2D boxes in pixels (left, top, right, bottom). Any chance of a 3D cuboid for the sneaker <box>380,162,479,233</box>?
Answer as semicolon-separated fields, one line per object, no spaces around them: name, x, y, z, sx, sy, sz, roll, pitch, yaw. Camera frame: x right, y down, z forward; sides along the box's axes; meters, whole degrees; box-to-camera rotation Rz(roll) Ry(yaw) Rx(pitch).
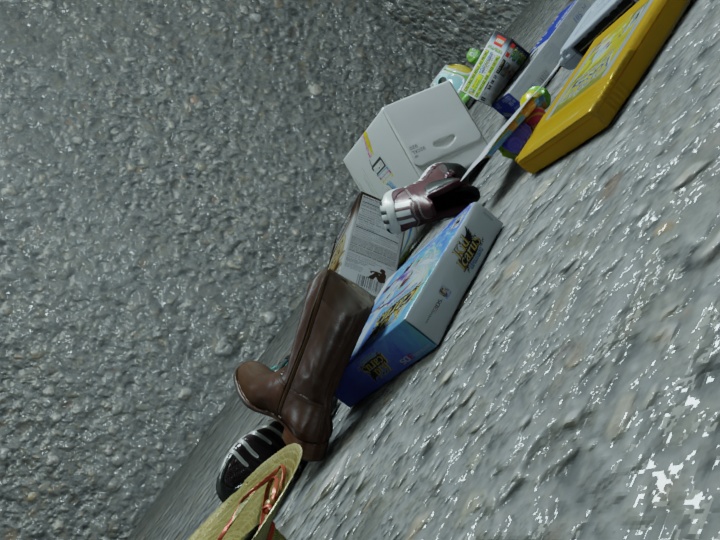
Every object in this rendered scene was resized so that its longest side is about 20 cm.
sneaker;0.126;-0.103;1.066;0.115;0.076;0.200;-7;19;41

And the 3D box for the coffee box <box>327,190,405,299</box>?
coffee box;0.000;0.000;1.077;0.200;0.080;0.113;-77;12;-49

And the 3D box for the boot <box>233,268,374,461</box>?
boot;-0.064;0.073;0.841;0.186;0.064;0.200;34;117;45

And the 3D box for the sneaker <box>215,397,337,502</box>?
sneaker;-0.106;0.222;0.929;0.200;0.076;0.116;-43;-8;-43

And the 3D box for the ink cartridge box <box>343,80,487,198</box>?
ink cartridge box;0.091;-0.192;1.307;0.147;0.145;0.200;-28;-5;-25

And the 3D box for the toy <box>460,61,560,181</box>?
toy;0.206;-0.180;0.987;0.115;0.047;0.200;-52;0;42

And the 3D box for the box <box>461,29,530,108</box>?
box;0.240;-0.332;1.326;0.110;0.035;0.200;-61;-18;15

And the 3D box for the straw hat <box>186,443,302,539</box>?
straw hat;-0.079;0.223;0.531;0.201;0.085;0.201;-46;6;6

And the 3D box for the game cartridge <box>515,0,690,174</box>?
game cartridge;0.250;-0.201;0.816;0.200;0.032;0.176;-53;5;-17

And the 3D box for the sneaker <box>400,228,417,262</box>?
sneaker;0.031;0.000;1.277;0.200;0.076;0.105;-51;24;9

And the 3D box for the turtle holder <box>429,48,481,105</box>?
turtle holder;0.286;-0.539;2.260;0.186;0.132;0.141;-47;6;46

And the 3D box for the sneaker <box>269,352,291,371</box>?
sneaker;-0.075;0.130;1.120;0.200;0.084;0.121;-59;-3;24

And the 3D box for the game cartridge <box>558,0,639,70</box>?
game cartridge;0.347;-0.359;1.026;0.133;0.040;0.200;-58;7;-22

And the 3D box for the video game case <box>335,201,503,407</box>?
video game case;0.053;0.039;0.845;0.181;0.045;0.200;-57;7;-37

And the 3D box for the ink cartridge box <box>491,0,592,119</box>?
ink cartridge box;0.300;-0.344;1.276;0.200;0.044;0.094;-53;6;-5
